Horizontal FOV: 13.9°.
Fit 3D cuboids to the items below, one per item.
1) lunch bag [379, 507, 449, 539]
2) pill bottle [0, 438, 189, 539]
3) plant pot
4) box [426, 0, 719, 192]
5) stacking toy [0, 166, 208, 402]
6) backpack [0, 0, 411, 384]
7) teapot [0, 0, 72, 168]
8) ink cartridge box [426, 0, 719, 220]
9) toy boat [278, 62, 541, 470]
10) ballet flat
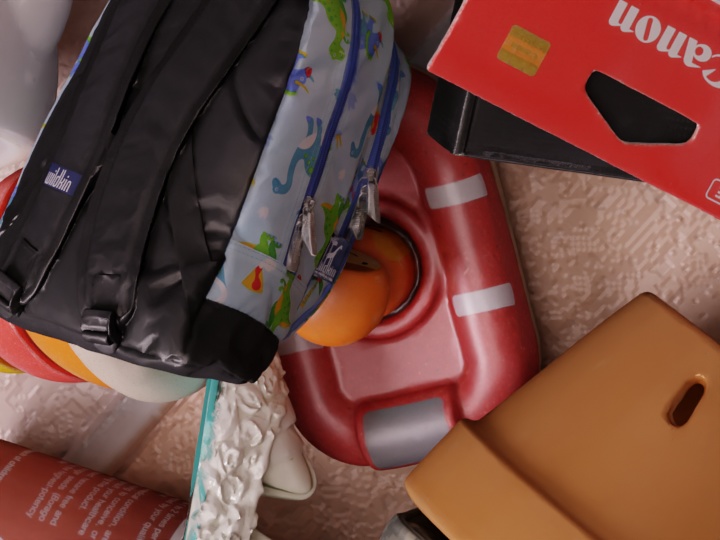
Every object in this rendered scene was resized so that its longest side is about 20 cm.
[{"bbox_3d":[0.022,0.209,1.359,0.139,0.200,0.168,39,94,7],"label":"lunch bag"},{"bbox_3d":[-0.125,0.160,1.461,0.199,0.112,0.113,17,104,16],"label":"pill bottle"},{"bbox_3d":[0.140,0.105,1.332,0.200,0.200,0.140,40,93,9],"label":"plant pot"},{"bbox_3d":[0.144,-0.134,1.302,0.199,0.048,0.194,8,102,-20],"label":"box"},{"bbox_3d":[-0.165,0.002,1.459,0.199,0.146,0.147,-11,96,37],"label":"stacking toy"},{"bbox_3d":[-0.064,-0.058,1.298,0.163,0.153,0.201,12,91,44],"label":"backpack"},{"bbox_3d":[-0.236,-0.127,1.377,0.197,0.199,0.147,-17,72,62],"label":"teapot"},{"bbox_3d":[0.155,-0.119,1.262,0.199,0.045,0.177,25,96,-23],"label":"ink cartridge box"},{"bbox_3d":[0.000,0.000,1.382,0.130,0.131,0.201,-14,95,20],"label":"toy boat"},{"bbox_3d":[-0.056,0.117,1.381,0.071,0.072,0.201,10,81,17],"label":"ballet flat"}]
